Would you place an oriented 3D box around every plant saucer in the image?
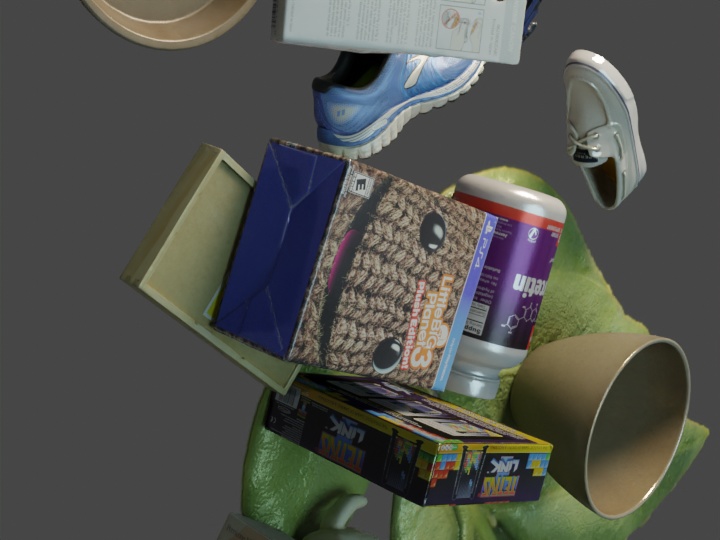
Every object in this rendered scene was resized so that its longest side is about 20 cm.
[{"bbox_3d":[-0.136,-0.258,0.806,0.198,0.029,0.203,-18,116,-40],"label":"plant saucer"}]

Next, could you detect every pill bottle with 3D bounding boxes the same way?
[{"bbox_3d":[0.122,0.016,1.108,0.112,0.112,0.203,10,97,-47],"label":"pill bottle"}]

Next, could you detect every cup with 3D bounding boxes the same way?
[{"bbox_3d":[0.250,0.152,1.267,0.199,0.142,0.203,-17,116,-41],"label":"cup"}]

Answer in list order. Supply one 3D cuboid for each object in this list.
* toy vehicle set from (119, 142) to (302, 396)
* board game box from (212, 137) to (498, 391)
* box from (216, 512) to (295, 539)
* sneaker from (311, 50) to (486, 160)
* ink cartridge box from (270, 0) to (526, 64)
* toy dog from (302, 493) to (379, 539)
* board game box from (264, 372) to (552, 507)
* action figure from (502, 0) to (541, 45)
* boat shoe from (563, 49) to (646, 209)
[{"bbox_3d":[-0.094,0.005,0.944,0.200,0.026,0.125,44,72,-45],"label":"toy vehicle set"},{"bbox_3d":[0.000,0.000,0.949,0.199,0.096,0.162,15,93,-47],"label":"board game box"},{"bbox_3d":[-0.108,0.327,1.000,0.077,0.094,0.202,33,79,-46],"label":"box"},{"bbox_3d":[0.036,-0.179,0.975,0.200,0.078,0.090,-41,132,-28],"label":"sneaker"},{"bbox_3d":[0.034,-0.252,0.903,0.197,0.057,0.165,2,101,-19],"label":"ink cartridge box"},{"bbox_3d":[0.010,0.333,1.114,0.199,0.138,0.196,34,43,-45],"label":"toy dog"},{"bbox_3d":[0.041,0.146,1.008,0.164,0.199,0.058,11,95,-46],"label":"board game box"},{"bbox_3d":[0.163,-0.314,1.073,0.192,0.105,0.201,-22,149,-32],"label":"action figure"},{"bbox_3d":[0.251,-0.142,1.220,0.070,0.070,0.201,-54,141,-21],"label":"boat shoe"}]
